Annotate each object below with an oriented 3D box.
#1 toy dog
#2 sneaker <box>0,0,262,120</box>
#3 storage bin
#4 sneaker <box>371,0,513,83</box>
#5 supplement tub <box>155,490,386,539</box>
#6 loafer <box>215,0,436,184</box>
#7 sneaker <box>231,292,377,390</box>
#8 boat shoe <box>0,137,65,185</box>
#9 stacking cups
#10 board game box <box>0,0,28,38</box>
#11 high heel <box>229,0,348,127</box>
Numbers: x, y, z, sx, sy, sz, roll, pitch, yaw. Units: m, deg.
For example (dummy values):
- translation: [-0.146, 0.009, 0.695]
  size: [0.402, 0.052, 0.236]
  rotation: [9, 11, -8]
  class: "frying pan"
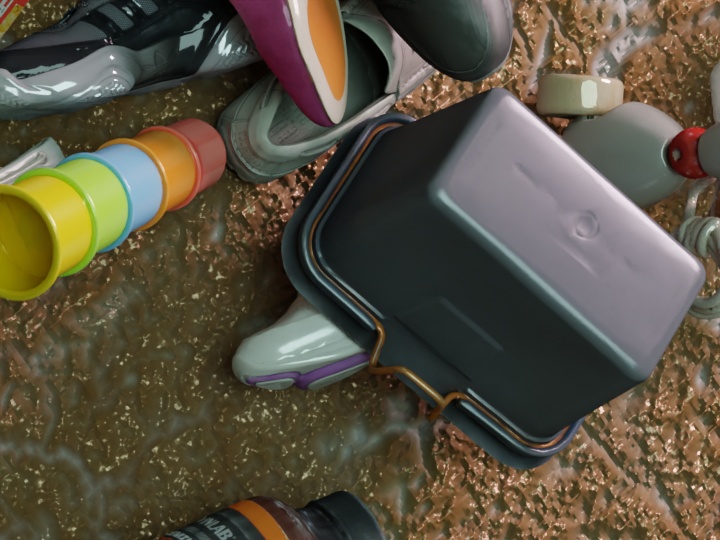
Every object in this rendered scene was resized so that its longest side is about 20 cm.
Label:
- translation: [0.186, -0.061, 1.660]
  size: [0.096, 0.200, 0.133]
  rotation: [-1, 112, -40]
  class: "toy dog"
- translation: [-0.135, -0.151, 1.583]
  size: [0.199, 0.075, 0.115]
  rotation: [-16, 92, -30]
  class: "sneaker"
- translation: [0.075, 0.002, 1.554]
  size: [0.200, 0.134, 0.146]
  rotation: [40, 62, -12]
  class: "storage bin"
- translation: [0.008, -0.182, 1.566]
  size: [0.201, 0.075, 0.079]
  rotation: [56, 27, -6]
  class: "sneaker"
- translation: [-0.080, 0.188, 1.561]
  size: [0.199, 0.107, 0.108]
  rotation: [-23, 95, -24]
  class: "supplement tub"
- translation: [0.006, -0.119, 1.641]
  size: [0.200, 0.070, 0.070]
  rotation: [-44, 102, -21]
  class: "loafer"
- translation: [0.000, 0.000, 1.637]
  size: [0.199, 0.075, 0.100]
  rotation: [-29, 90, -31]
  class: "sneaker"
- translation: [-0.233, -0.015, 1.530]
  size: [0.199, 0.072, 0.066]
  rotation: [-24, 91, -24]
  class: "boat shoe"
- translation: [-0.128, -0.040, 1.529]
  size: [0.200, 0.060, 0.061]
  rotation: [-30, 100, -57]
  class: "stacking cups"
- translation: [-0.253, -0.221, 1.510]
  size: [0.199, 0.046, 0.152]
  rotation: [28, 40, -19]
  class: "board game box"
- translation: [-0.076, -0.160, 1.556]
  size: [0.201, 0.095, 0.068]
  rotation: [65, 28, -28]
  class: "high heel"
